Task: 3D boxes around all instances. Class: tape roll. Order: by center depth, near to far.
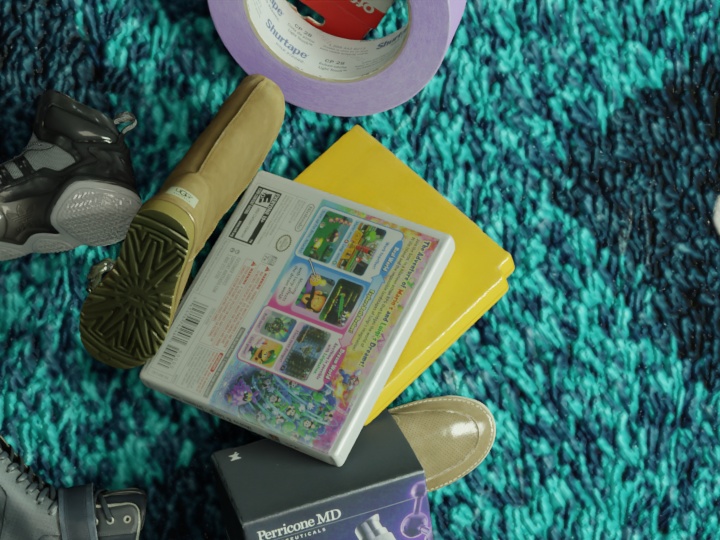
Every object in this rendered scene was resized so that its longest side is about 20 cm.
[{"bbox_3d":[-0.018,-0.222,1.374,0.199,0.200,0.066,33,41,-8],"label":"tape roll"}]

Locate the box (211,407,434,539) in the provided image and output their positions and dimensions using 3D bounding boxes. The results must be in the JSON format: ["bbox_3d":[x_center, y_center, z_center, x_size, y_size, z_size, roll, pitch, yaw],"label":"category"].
[{"bbox_3d":[-0.022,0.226,1.356,0.146,0.104,0.202,-16,119,-12],"label":"box"}]

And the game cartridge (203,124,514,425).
[{"bbox_3d":[0.000,0.000,1.393,0.176,0.033,0.200,-42,60,-10],"label":"game cartridge"}]

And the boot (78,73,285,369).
[{"bbox_3d":[-0.131,-0.037,1.362,0.066,0.176,0.201,32,38,-3],"label":"boot"}]

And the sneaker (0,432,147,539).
[{"bbox_3d":[-0.243,0.162,1.359,0.144,0.077,0.205,-15,100,-1],"label":"sneaker"}]

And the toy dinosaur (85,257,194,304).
[{"bbox_3d":[-0.171,0.012,1.406,0.088,0.047,0.201,-36,94,-25],"label":"toy dinosaur"}]

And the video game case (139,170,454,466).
[{"bbox_3d":[-0.048,0.032,1.356,0.180,0.024,0.201,19,67,24],"label":"video game case"}]

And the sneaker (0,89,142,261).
[{"bbox_3d":[-0.265,-0.075,1.380,0.197,0.076,0.115,-5,63,7],"label":"sneaker"}]

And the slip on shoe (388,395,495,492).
[{"bbox_3d":[0.020,0.149,1.429,0.197,0.061,0.077,-9,89,-12],"label":"slip on shoe"}]

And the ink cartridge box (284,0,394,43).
[{"bbox_3d":[0.000,-0.280,1.412,0.116,0.200,0.068,33,42,-8],"label":"ink cartridge box"}]
